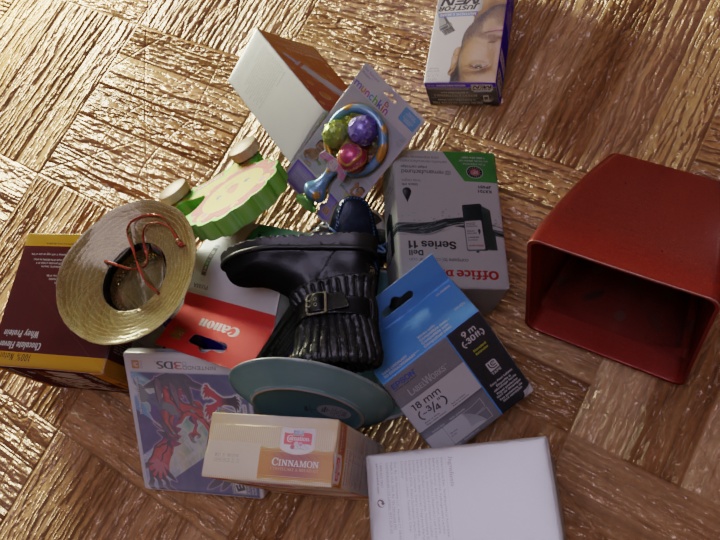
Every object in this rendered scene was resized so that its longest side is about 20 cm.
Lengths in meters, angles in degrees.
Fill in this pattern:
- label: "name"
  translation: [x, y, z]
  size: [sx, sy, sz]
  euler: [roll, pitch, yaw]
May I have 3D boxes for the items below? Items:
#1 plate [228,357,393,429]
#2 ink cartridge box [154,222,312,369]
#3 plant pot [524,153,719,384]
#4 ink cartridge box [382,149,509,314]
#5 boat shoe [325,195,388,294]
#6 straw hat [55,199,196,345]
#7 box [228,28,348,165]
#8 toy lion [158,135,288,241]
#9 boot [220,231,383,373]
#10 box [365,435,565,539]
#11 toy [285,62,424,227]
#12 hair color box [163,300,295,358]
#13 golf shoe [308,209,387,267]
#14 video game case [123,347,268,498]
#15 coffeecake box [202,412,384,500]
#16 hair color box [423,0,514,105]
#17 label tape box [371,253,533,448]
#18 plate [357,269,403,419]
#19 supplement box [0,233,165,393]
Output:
- label: "plate"
  translation: [-0.060, 0.155, 0.845]
  size: [0.198, 0.201, 0.026]
  euler: [0, 57, 17]
- label: "ink cartridge box"
  translation: [-0.165, 0.023, 0.942]
  size: [0.160, 0.050, 0.201]
  euler: [12, 52, 29]
- label: "plant pot"
  translation: [0.321, -0.016, 0.844]
  size: [0.199, 0.201, 0.177]
  euler: [21, 64, 24]
- label: "ink cartridge box"
  translation: [0.109, -0.051, 0.948]
  size: [0.145, 0.083, 0.202]
  euler: [1, 67, -8]
- label: "boat shoe"
  translation: [0.000, 0.000, 0.913]
  size: [0.083, 0.069, 0.202]
  euler: [-4, 80, -7]
- label: "straw hat"
  translation: [-0.287, 0.015, 0.946]
  size: [0.199, 0.085, 0.203]
  euler: [-4, 66, 9]
- label: "box"
  translation: [-0.086, -0.252, 1.076]
  size: [0.098, 0.124, 0.200]
  euler: [-52, 60, 28]
- label: "toy lion"
  translation: [-0.189, -0.095, 0.984]
  size: [0.199, 0.069, 0.192]
  euler: [-28, 29, 11]
- label: "boot"
  translation: [-0.074, 0.042, 0.838]
  size: [0.209, 0.079, 0.159]
  euler: [-5, 74, 21]
- label: "box"
  translation: [0.122, 0.260, 0.808]
  size: [0.198, 0.152, 0.107]
  euler: [-9, 66, 14]
- label: "toy"
  translation: [-0.022, -0.157, 0.945]
  size: [0.115, 0.047, 0.200]
  euler: [47, 118, 13]
- label: "hair color box"
  translation: [-0.180, 0.062, 1.007]
  size: [0.199, 0.065, 0.110]
  euler: [21, 61, 28]
- label: "golf shoe"
  translation: [-0.053, -0.033, 1.033]
  size: [0.198, 0.078, 0.095]
  euler: [-10, 48, 12]
- label: "video game case"
  translation: [-0.217, 0.201, 0.950]
  size: [0.181, 0.023, 0.202]
  euler: [-1, 104, 17]
- label: "coffeecake box"
  translation: [-0.070, 0.225, 0.855]
  size: [0.152, 0.200, 0.074]
  euler: [0, 69, 17]
- label: "hair color box"
  translation: [0.166, -0.351, 1.086]
  size: [0.108, 0.065, 0.202]
  euler: [4, 72, 18]
- label: "label tape box"
  translation: [0.092, 0.106, 0.861]
  size: [0.144, 0.200, 0.063]
  euler: [-37, 20, 0]
- label: "plate"
  translation: [0.016, 0.097, 0.947]
  size: [0.198, 0.026, 0.202]
  euler: [1, 71, -3]
- label: "supplement box"
  translation: [-0.396, 0.065, 1.059]
  size: [0.196, 0.133, 0.202]
  euler: [1, 69, 18]
